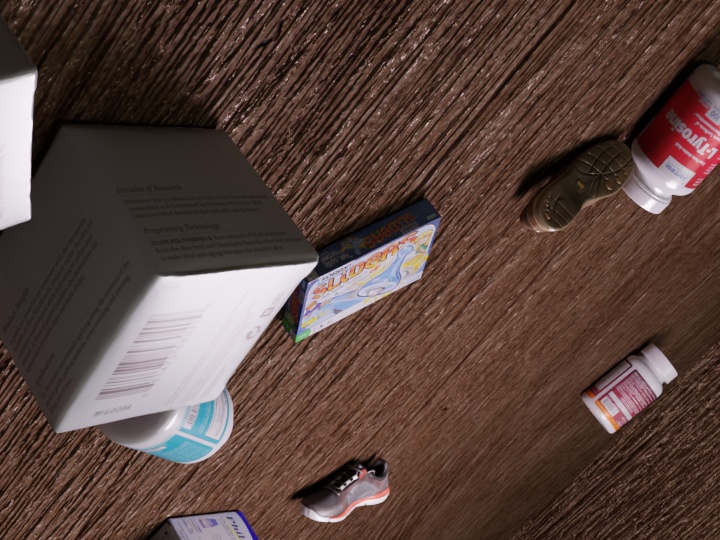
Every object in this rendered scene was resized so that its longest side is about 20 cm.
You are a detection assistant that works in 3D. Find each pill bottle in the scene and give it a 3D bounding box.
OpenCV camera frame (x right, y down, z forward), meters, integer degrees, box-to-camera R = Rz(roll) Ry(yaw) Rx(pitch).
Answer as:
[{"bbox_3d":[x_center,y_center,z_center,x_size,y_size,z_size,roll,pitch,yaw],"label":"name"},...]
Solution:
[{"bbox_3d":[0.457,-0.181,1.755,0.112,0.113,0.201,-5,140,-51],"label":"pill bottle"},{"bbox_3d":[-0.213,0.157,1.406,0.110,0.111,0.200,-39,156,3],"label":"pill bottle"},{"bbox_3d":[0.600,0.260,2.768,0.199,0.110,0.110,-39,157,2],"label":"pill bottle"}]

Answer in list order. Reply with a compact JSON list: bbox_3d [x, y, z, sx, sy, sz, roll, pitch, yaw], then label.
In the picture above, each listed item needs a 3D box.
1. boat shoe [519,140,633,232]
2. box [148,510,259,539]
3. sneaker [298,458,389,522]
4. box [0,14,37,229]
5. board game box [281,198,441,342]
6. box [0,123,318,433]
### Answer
[{"bbox_3d":[0.295,-0.118,1.712,0.199,0.073,0.067,-35,-169,-27],"label":"boat shoe"},{"bbox_3d":[-0.267,0.471,1.907,0.184,0.105,0.199,-45,155,16],"label":"box"},{"bbox_3d":[-0.027,0.368,2.139,0.199,0.077,0.083,-13,120,-46],"label":"sneaker"},{"bbox_3d":[-0.324,-0.086,0.809,0.199,0.107,0.153,-23,152,-31],"label":"box"},{"bbox_3d":[0.000,0.000,1.524,0.199,0.035,0.136,-27,154,-25],"label":"board game box"},{"bbox_3d":[-0.188,0.002,1.084,0.199,0.172,0.200,-7,142,-51],"label":"box"}]
